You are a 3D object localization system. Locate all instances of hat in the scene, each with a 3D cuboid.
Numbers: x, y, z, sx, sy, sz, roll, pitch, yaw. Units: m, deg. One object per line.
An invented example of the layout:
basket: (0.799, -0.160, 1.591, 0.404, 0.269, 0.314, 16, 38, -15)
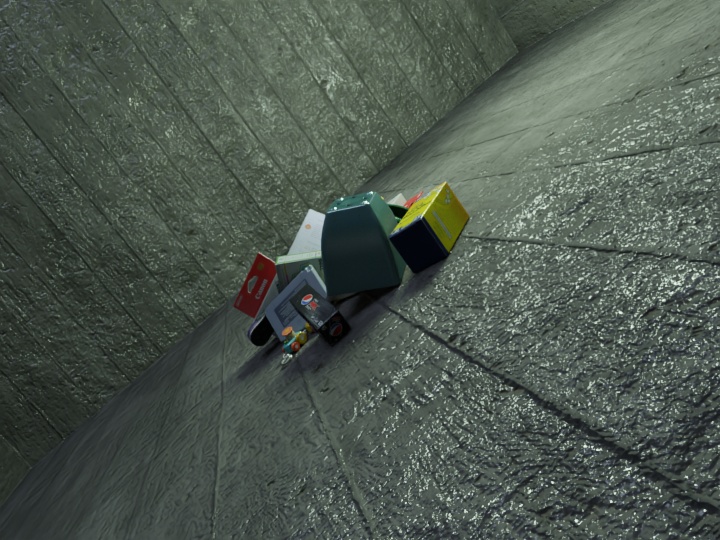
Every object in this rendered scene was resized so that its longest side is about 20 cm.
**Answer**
hat: (0.101, -0.086, 1.747, 0.201, 0.161, 0.180, -92, 17, -70)

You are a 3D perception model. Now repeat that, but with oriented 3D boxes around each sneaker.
sneaker: (-0.268, 0.130, 1.798, 0.200, 0.076, 0.087, -45, 23, -12)

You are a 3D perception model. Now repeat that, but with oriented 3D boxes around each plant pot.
plant pot: (-0.001, -0.080, 1.504, 0.190, 0.205, 0.197, -10, 20, 15)

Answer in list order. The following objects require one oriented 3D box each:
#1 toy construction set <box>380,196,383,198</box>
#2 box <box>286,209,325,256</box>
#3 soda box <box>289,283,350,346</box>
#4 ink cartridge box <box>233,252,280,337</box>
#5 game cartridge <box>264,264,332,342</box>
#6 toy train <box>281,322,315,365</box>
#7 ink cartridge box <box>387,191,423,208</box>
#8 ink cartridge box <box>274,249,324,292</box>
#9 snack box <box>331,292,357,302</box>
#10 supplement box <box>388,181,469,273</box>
toy construction set: (0.053, -0.152, 1.903, 0.199, 0.130, 0.093, -40, -18, -40)
box: (-0.130, -0.070, 1.932, 0.150, 0.106, 0.204, 22, 82, 39)
soda box: (-0.103, 0.105, 1.469, 0.070, 0.064, 0.199, -41, 32, -9)
ink cartridge box: (-0.285, 0.077, 1.844, 0.203, 0.173, 0.045, -61, 2, 14)
game cartridge: (-0.173, 0.101, 1.686, 0.200, 0.134, 0.041, -43, -21, 15)
toy train: (-0.142, 0.155, 1.570, 0.198, 0.056, 0.150, -38, 11, 5)
ink cartridge box: (0.121, -0.212, 2.110, 0.175, 0.045, 0.201, -32, 14, 37)
ink cartridge box: (-0.143, 0.004, 1.741, 0.194, 0.106, 0.060, -9, 24, 3)
snack box: (0.000, 0.000, 1.708, 0.141, 0.053, 0.200, -23, 19, 49)
supplement box: (0.168, -0.106, 1.444, 0.108, 0.110, 0.201, -29, 15, 38)
